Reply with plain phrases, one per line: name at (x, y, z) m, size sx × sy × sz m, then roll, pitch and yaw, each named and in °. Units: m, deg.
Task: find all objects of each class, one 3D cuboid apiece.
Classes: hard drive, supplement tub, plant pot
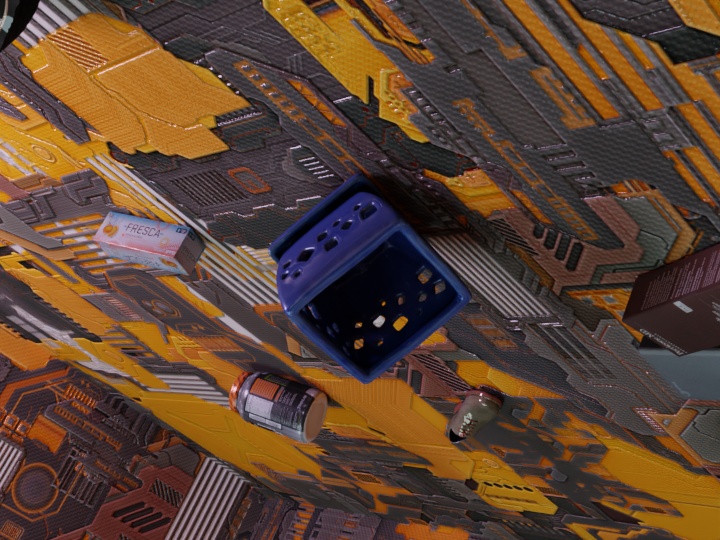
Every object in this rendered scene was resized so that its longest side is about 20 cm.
hard drive at (0.502, 0.135, 1.486) m, size 0.200 × 0.033 × 0.140 m, roll -3°, pitch 143°, yaw 49°
supplement tub at (-0.185, 0.299, 2.416) m, size 0.200 × 0.123 × 0.123 m, roll 17°, pitch 155°, yaw 22°
plant pot at (0.000, 0.000, 1.482) m, size 0.200 × 0.200 × 0.180 m, roll 46°, pitch -172°, yaw -40°

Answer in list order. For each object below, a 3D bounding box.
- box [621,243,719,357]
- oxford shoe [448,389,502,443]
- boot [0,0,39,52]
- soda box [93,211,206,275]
box at (0.420, 0.036, 1.317) m, size 0.100 × 0.075 × 0.200 m, roll 30°, pitch 158°, yaw -11°
oxford shoe at (0.213, 0.279, 2.027) m, size 0.070 × 0.075 × 0.200 m, roll 26°, pitch 156°, yaw 3°
boot at (-0.486, -0.379, 1.390) m, size 0.138 × 0.077 × 0.200 m, roll 34°, pitch 142°, yaw -8°
soda box at (-0.382, -0.050, 1.958) m, size 0.200 × 0.068 × 0.064 m, roll 12°, pitch 154°, yaw 30°
